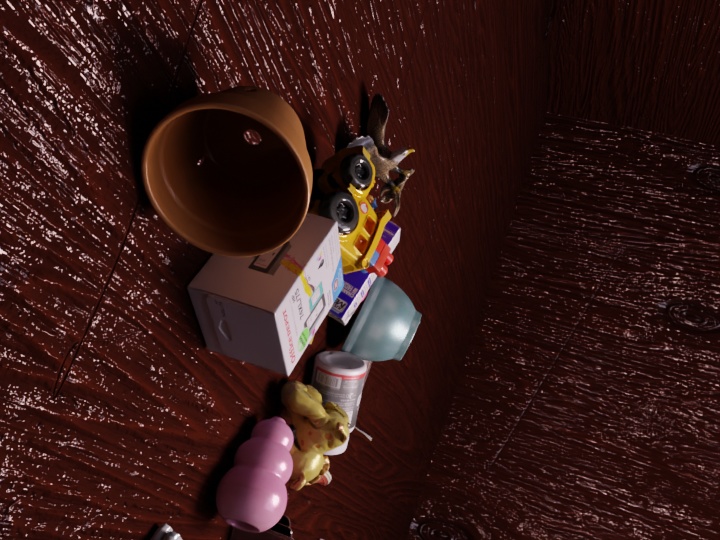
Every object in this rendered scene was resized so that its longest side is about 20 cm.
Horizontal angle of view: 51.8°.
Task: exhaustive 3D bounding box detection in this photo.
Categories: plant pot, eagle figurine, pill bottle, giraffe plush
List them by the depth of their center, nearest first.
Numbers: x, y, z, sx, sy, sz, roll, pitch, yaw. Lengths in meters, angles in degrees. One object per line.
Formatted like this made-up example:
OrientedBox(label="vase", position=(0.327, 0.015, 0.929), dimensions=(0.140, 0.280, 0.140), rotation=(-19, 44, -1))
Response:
OrientedBox(label="plant pot", position=(-0.148, -0.136, 0.911), dimensions=(0.140, 0.200, 0.200), rotation=(-77, 171, -55))
OrientedBox(label="giraffe plush", position=(-0.103, 0.331, 1.434), dimensions=(0.162, 0.200, 0.173), rotation=(-55, 155, -1))
OrientedBox(label="eagle figurine", position=(0.036, -0.235, 1.491), dimensions=(0.200, 0.151, 0.152), rotation=(46, 11, -36))
OrientedBox(label="pill bottle", position=(-0.059, 0.285, 1.598), dimensions=(0.114, 0.114, 0.200), rotation=(-24, 127, -67))
OrientedBox(label="plant pot", position=(0.054, 0.123, 1.670), dimensions=(0.201, 0.134, 0.200), rotation=(-64, 179, -2))

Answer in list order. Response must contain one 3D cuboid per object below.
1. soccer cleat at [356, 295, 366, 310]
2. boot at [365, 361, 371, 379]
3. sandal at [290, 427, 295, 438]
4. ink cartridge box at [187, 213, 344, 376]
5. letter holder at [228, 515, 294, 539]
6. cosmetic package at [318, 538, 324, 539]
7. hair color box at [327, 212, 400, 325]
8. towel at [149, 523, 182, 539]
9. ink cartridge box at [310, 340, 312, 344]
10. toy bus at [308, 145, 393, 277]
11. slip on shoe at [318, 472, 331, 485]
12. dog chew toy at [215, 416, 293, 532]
OrientedBox(label="soccer cleat", position=(0.000, 0.000, 1.610), dimensions=(0.086, 0.070, 0.200), rotation=(-5, 109, -70))
OrientedBox(label="boot", position=(-0.015, 0.258, 1.782), dimensions=(0.186, 0.064, 0.200), rotation=(92, 22, -71))
OrientedBox(label="sandal", position=(-0.161, 0.400, 1.501), dimensions=(0.200, 0.045, 0.075), rotation=(-54, 152, -46))
OrientedBox(label="ink cartridge box", position=(-0.135, 0.024, 1.115), dimensions=(0.147, 0.146, 0.200), rotation=(85, 28, -46))
OrientedBox(label="letter holder", position=(-0.184, 0.580, 1.424), dimensions=(0.101, 0.142, 0.200), rotation=(11, 94, -72))
OrientedBox(label="cosmetic package", position=(-0.076, 0.846, 1.918), dimensions=(0.165, 0.165, 0.200), rotation=(-41, 142, -58))
OrientedBox(label="hair color box", position=(-0.003, -0.001, 1.383), dimensions=(0.200, 0.065, 0.109), rotation=(-59, 173, -8))
OrientedBox(label="towel", position=(-0.321, 0.506, 1.124), dimensions=(0.171, 0.048, 0.200), rotation=(80, 30, -46))
OrientedBox(label="ink cartridge box", position=(-0.123, 0.078, 1.358), dimensions=(0.198, 0.047, 0.200), rotation=(37, 68, -71))
OrientedBox(label="toy bus", position=(-0.013, -0.084, 1.275), dimensions=(0.192, 0.136, 0.200), rotation=(39, 58, -27))
OrientedBox(label="slip on shoe", position=(-0.115, 0.445, 1.653), dimensions=(0.061, 0.074, 0.200), rotation=(-45, 154, -13))
OrientedBox(label="dog chew toy", position=(-0.176, 0.355, 1.316), dimensions=(0.125, 0.124, 0.200), rotation=(80, 23, -53))
